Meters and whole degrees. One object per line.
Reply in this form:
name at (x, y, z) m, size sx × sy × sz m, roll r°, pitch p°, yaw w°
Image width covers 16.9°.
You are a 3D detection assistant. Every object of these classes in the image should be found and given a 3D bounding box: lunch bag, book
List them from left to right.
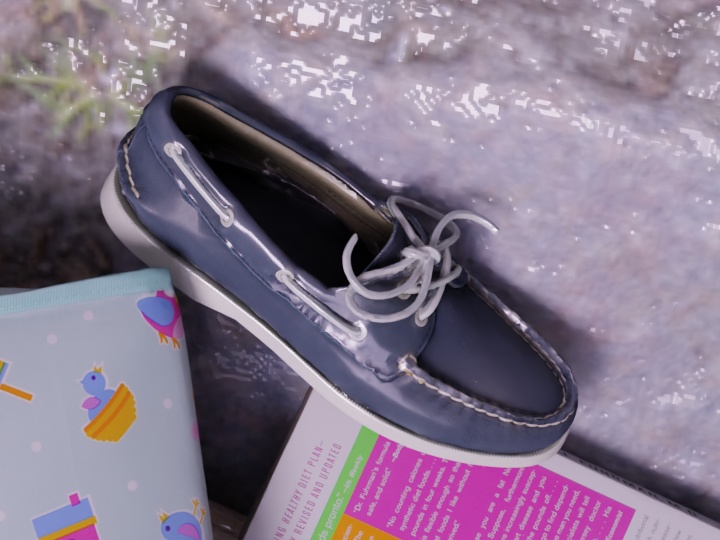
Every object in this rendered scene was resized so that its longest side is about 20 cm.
lunch bag at (-0.160, 0.092, 0.873) m, size 0.200 × 0.122 × 0.171 m, roll -8°, pitch 92°, yaw -25°
book at (0.051, 0.130, 0.953) m, size 0.200 × 0.048 × 0.134 m, roll 26°, pitch 93°, yaw -3°

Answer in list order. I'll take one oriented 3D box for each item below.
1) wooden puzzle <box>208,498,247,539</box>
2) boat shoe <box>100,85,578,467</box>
wooden puzzle at (-0.137, 0.155, 1.044) m, size 0.185 × 0.046 × 0.200 m, roll 25°, pitch 125°, yaw -3°
boat shoe at (0.000, 0.000, 0.896) m, size 0.200 × 0.075 × 0.062 m, roll 35°, pitch 135°, yaw 1°
